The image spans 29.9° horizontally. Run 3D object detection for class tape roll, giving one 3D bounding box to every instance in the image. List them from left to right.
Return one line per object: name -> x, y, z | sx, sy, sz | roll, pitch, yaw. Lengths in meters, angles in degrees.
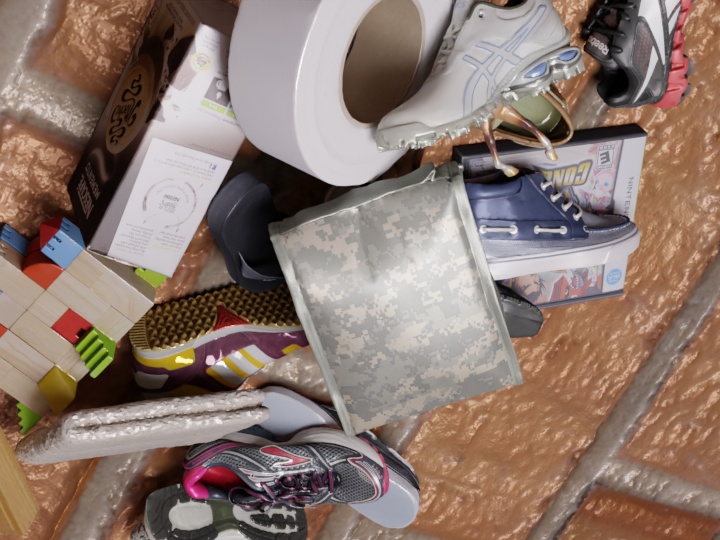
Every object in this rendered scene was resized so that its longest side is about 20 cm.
tape roll -> -0.008, -0.169, 1.020 | 0.202, 0.070, 0.205 | -37, 140, -38

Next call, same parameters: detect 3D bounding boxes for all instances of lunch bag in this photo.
lunch bag -> 0.027, 0.012, 1.101 | 0.162, 0.118, 0.202 | -17, 123, 3

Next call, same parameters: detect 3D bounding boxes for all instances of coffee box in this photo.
coffee box -> -0.152, -0.113, 1.075 | 0.079, 0.113, 0.202 | 19, 110, -31

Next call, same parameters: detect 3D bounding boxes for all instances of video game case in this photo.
video game case -> 0.178, -0.044, 1.310 | 0.197, 0.026, 0.183 | -9, 122, -18

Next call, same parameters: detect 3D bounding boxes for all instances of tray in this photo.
tray -> -0.357, 0.144, 1.157 | 0.097, 0.037, 0.202 | 0, 126, 20

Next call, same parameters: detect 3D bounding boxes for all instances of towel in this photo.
towel -> -0.187, 0.134, 1.173 | 0.197, 0.035, 0.132 | -4, 166, -33

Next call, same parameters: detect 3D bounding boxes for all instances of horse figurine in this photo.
horse figurine -> 0.071, -0.118, 1.131 | 0.198, 0.050, 0.134 | -27, 110, 11

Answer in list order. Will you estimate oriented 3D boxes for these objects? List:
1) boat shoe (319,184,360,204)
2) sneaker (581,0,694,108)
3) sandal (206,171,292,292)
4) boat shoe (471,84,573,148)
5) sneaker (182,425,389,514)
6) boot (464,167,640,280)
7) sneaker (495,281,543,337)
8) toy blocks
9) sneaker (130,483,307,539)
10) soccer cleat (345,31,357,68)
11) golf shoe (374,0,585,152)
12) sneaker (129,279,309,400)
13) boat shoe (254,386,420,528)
boat shoe -> 0.000, 0.000, 1.246 | 0.067, 0.057, 0.202 | -40, 125, -21
sneaker -> 0.246, -0.230, 1.200 | 0.097, 0.071, 0.203 | -16, 125, -16
sandal -> -0.082, -0.020, 1.141 | 0.076, 0.043, 0.200 | -52, 163, -4
boat shoe -> 0.109, -0.159, 1.182 | 0.198, 0.074, 0.076 | 13, 113, -29
sneaker -> -0.070, 0.196, 1.267 | 0.197, 0.075, 0.082 | 2, 118, 10
boot -> 0.177, -0.052, 1.249 | 0.197, 0.073, 0.092 | -11, 109, -27
sneaker -> 0.083, 0.047, 1.251 | 0.198, 0.076, 0.092 | 10, 102, -31
toy blocks -> -0.270, 0.025, 1.129 | 0.136, 0.100, 0.200 | 40, 109, -22
sneaker -> -0.142, 0.249, 1.338 | 0.198, 0.078, 0.088 | 10, 153, -37
soccer cleat -> -0.008, -0.217, 1.101 | 0.085, 0.070, 0.202 | -16, 124, -15
golf shoe -> 0.079, -0.160, 1.045 | 0.199, 0.078, 0.098 | -31, 102, -29
sneaker -> -0.111, 0.067, 1.233 | 0.197, 0.075, 0.091 | -9, 131, -11
boat shoe -> -0.020, 0.171, 1.328 | 0.198, 0.068, 0.074 | 33, 117, -9
